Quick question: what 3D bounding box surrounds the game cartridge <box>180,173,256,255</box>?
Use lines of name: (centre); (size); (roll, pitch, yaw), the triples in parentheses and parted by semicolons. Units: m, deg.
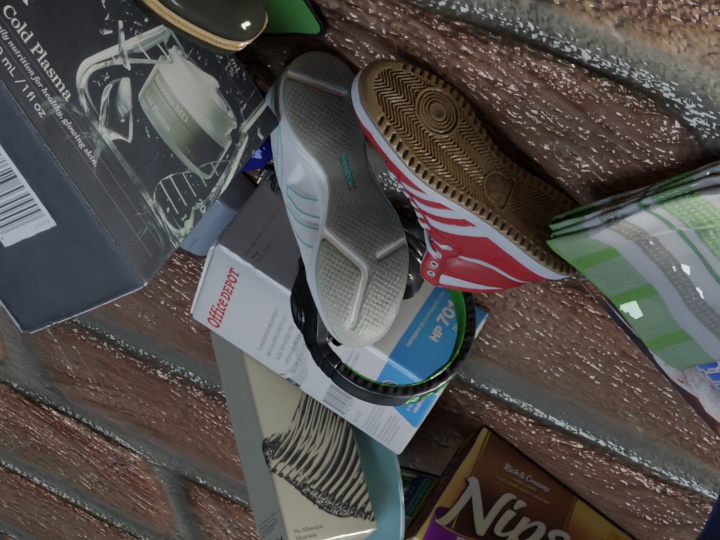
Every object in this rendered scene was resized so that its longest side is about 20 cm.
game cartridge: (-0.178, -0.096, 1.813); (0.200, 0.042, 0.133); (37, 159, -3)

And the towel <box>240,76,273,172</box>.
towel: (-0.148, -0.151, 1.655); (0.200, 0.050, 0.147); (48, 156, -21)

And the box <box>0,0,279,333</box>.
box: (-0.185, -0.105, 1.497); (0.123, 0.197, 0.201); (-20, 113, 37)

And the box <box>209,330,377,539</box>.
box: (-0.054, 0.126, 1.865); (0.068, 0.082, 0.201); (134, 123, -64)

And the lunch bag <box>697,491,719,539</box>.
lunch bag: (0.311, 0.169, 1.469); (0.132, 0.201, 0.135); (44, 149, -24)

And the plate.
plate: (-0.015, 0.159, 1.926); (0.200, 0.025, 0.202); (167, 90, -69)

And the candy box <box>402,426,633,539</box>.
candy box: (0.141, 0.235, 1.899); (0.200, 0.117, 0.056); (38, 155, -5)

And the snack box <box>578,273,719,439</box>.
snack box: (0.234, 0.063, 1.585); (0.200, 0.024, 0.072); (47, 151, -22)

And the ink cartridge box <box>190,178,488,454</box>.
ink cartridge box: (-0.019, 0.034, 1.782); (0.199, 0.086, 0.147); (35, 155, 4)

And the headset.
headset: (0.000, 0.000, 1.664); (0.200, 0.123, 0.094); (50, 159, 10)

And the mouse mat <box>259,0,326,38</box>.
mouse mat: (-0.125, -0.216, 1.568); (0.199, 0.008, 0.161); (7, 143, 45)

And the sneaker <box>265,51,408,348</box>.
sneaker: (-0.018, -0.047, 1.596); (0.080, 0.070, 0.202); (176, 83, -70)

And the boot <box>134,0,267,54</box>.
boot: (-0.103, -0.229, 1.431); (0.200, 0.078, 0.138); (47, 146, -19)

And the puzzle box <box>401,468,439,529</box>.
puzzle box: (0.024, 0.261, 1.993); (0.132, 0.201, 0.025); (10, 145, 41)

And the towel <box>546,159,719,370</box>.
towel: (0.223, 0.002, 1.456); (0.149, 0.031, 0.199); (45, 146, -19)

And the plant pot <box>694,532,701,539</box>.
plant pot: (0.313, 0.300, 1.730); (0.141, 0.201, 0.201); (6, 145, 26)

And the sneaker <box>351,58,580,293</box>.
sneaker: (0.052, -0.054, 1.554); (0.200, 0.071, 0.112); (41, 152, -17)
